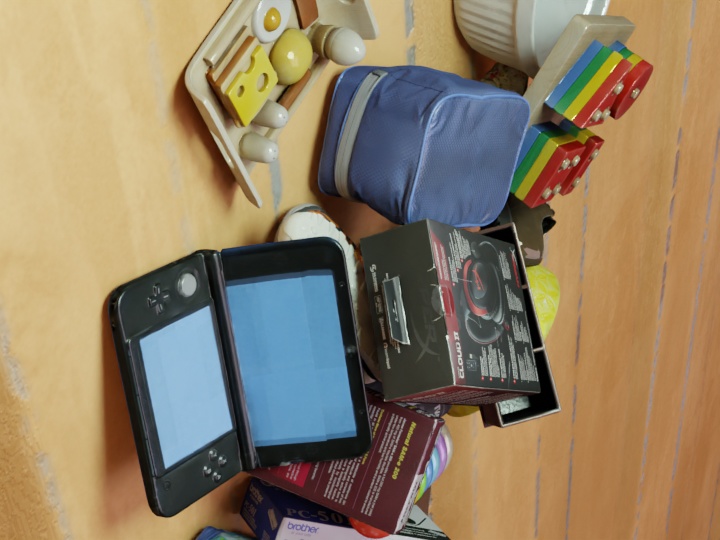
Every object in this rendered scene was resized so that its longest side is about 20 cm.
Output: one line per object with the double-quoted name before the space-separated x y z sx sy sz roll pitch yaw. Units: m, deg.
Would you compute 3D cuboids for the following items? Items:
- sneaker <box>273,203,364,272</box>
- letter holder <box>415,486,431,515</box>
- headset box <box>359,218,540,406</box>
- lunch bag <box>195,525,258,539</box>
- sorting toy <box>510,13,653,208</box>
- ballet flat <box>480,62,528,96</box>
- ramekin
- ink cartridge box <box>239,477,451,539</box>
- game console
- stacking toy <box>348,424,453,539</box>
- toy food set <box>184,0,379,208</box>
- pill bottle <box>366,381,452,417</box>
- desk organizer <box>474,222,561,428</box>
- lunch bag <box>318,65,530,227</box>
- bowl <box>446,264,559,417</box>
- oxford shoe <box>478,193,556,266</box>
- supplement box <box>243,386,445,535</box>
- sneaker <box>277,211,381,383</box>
"sneaker" 0.000 0.000 1.258 0.078 0.112 0.200 -67 152 -5
"letter holder" -0.006 0.312 1.474 0.142 0.100 0.201 -31 134 -47
"headset box" 0.079 0.042 1.198 0.200 0.075 0.150 11 67 -58
"lunch bag" -0.122 0.344 1.304 0.200 0.082 0.162 33 78 -62
"sorting toy" 0.223 -0.161 1.381 0.199 0.069 0.200 -59 164 22
"ballet flat" 0.130 -0.146 1.447 0.064 0.076 0.201 17 89 -31
"ramekin" 0.180 -0.304 1.384 0.200 0.105 0.201 -41 142 -43
"ink cartridge box" -0.012 0.258 1.329 0.199 0.094 0.044 14 100 -28
"game console" -0.094 0.088 1.090 0.170 0.118 0.201 -28 114 -50
"stacking toy" 0.033 0.206 1.332 0.200 0.085 0.086 -41 145 -70
"toy food set" -0.057 -0.169 1.096 0.201 0.060 0.144 -59 151 -21
"pill bottle" 0.021 0.119 1.319 0.199 0.106 0.107 -28 135 -23
"desk organizer" 0.142 0.056 1.358 0.077 0.071 0.201 147 -71 -83
"lunch bag" 0.058 -0.122 1.259 0.199 0.132 0.137 -6 115 -54
"bowl" 0.115 0.051 1.483 0.107 0.200 0.201 36 71 -17
"oxford shoe" 0.175 -0.069 1.499 0.201 0.084 0.073 -85 -164 -47
"supplement box" -0.036 0.146 1.191 0.061 0.199 0.109 20 91 -77
"sneaker" -0.034 0.032 1.189 0.201 0.080 0.077 62 40 -35
